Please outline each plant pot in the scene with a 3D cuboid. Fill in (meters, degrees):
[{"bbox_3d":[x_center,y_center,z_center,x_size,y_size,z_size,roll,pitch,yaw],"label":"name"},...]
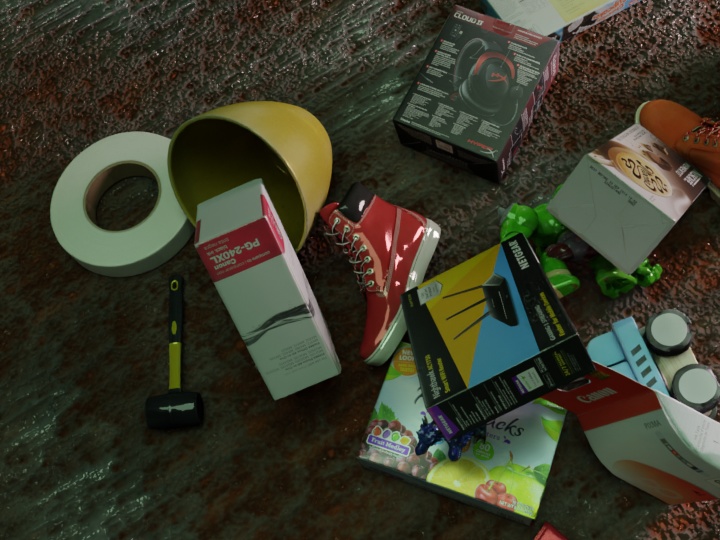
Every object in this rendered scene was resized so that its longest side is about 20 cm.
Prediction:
[{"bbox_3d":[-0.113,-0.126,1.067,0.199,0.201,0.142,24,43,18],"label":"plant pot"}]

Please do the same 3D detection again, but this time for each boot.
[{"bbox_3d":[0.000,0.000,1.007,0.144,0.072,0.201,27,62,-16],"label":"boot"},{"bbox_3d":[0.413,-0.155,1.029,0.075,0.107,0.200,-42,65,-9],"label":"boot"}]

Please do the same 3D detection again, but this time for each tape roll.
[{"bbox_3d":[-0.307,-0.090,1.147,0.202,0.037,0.204,-4,66,8],"label":"tape roll"}]

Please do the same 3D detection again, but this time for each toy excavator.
[{"bbox_3d":[0.261,0.107,0.947,0.199,0.100,0.195,-23,63,7],"label":"toy excavator"}]

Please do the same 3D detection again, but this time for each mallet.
[{"bbox_3d":[-0.234,0.098,1.053,0.066,0.041,0.201,-14,61,-1],"label":"mallet"}]

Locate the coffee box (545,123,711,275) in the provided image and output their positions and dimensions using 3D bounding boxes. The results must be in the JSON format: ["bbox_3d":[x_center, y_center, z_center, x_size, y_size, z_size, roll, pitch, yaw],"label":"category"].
[{"bbox_3d":[0.300,-0.084,0.958,0.113,0.080,0.200,41,34,14],"label":"coffee box"}]

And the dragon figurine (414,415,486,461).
[{"bbox_3d":[0.121,0.116,0.895,0.059,0.100,0.200,25,70,18],"label":"dragon figurine"}]

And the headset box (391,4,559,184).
[{"bbox_3d":[0.154,-0.233,1.107,0.148,0.075,0.201,24,79,18],"label":"headset box"}]

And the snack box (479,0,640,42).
[{"bbox_3d":[0.276,-0.377,1.186,0.199,0.037,0.116,-28,66,-4],"label":"snack box"}]

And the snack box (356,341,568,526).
[{"bbox_3d":[0.113,0.176,0.953,0.199,0.053,0.143,16,68,15],"label":"snack box"}]

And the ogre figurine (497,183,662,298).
[{"bbox_3d":[0.240,-0.027,0.999,0.199,0.098,0.120,-13,60,-1],"label":"ogre figurine"}]

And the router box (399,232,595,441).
[{"bbox_3d":[0.123,0.057,0.842,0.149,0.051,0.200,-28,27,10],"label":"router box"}]

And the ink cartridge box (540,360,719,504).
[{"bbox_3d":[0.267,0.162,0.844,0.199,0.162,0.050,25,69,-4],"label":"ink cartridge box"}]

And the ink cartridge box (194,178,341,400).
[{"bbox_3d":[-0.102,0.019,0.955,0.083,0.201,0.145,-23,22,0],"label":"ink cartridge box"}]

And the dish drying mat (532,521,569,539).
[{"bbox_3d":[0.246,0.348,0.875,0.200,0.018,0.077,37,75,22],"label":"dish drying mat"}]
